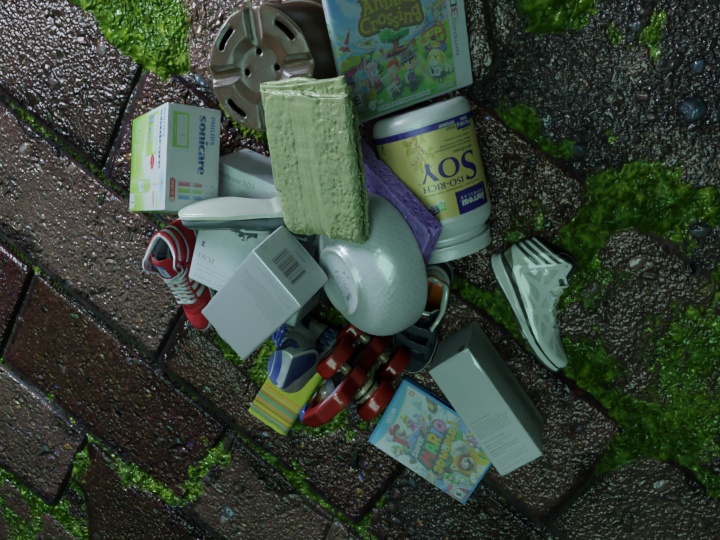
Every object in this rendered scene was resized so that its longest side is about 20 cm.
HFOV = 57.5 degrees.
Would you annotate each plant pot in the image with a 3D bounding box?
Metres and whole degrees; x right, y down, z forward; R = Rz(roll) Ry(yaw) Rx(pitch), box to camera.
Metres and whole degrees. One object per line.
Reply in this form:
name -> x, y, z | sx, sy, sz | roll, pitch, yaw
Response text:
plant pot -> -0.102, -0.284, 0.916 | 0.194, 0.198, 0.207 | 5, 108, 16

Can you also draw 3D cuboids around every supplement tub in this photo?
supplement tub -> 0.106, -0.127, 0.928 | 0.141, 0.145, 0.206 | -11, 103, 20

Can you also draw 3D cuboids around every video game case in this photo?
video game case -> 0.054, -0.313, 0.873 | 0.195, 0.022, 0.187 | -21, 118, -15
video game case -> 0.127, 0.291, 1.120 | 0.197, 0.018, 0.146 | 31, 114, 6

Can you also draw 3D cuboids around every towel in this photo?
towel -> -0.053, -0.134, 0.811 | 0.145, 0.036, 0.206 | 12, 121, 36
towel -> -0.123, 0.202, 1.174 | 0.085, 0.018, 0.203 | 32, 112, 0

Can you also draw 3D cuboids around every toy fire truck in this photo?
toy fire truck -> -0.024, 0.172, 1.020 | 0.112, 0.201, 0.168 | 42, 125, -3

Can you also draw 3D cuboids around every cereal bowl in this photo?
cereal bowl -> 0.000, 0.000, 0.902 | 0.199, 0.082, 0.205 | 36, 137, 42

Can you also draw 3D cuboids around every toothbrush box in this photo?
toothbrush box -> -0.286, -0.162, 1.000 | 0.198, 0.084, 0.151 | 8, 95, 56

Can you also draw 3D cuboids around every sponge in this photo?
sponge -> 0.032, -0.083, 0.906 | 0.201, 0.029, 0.113 | 51, 148, 27

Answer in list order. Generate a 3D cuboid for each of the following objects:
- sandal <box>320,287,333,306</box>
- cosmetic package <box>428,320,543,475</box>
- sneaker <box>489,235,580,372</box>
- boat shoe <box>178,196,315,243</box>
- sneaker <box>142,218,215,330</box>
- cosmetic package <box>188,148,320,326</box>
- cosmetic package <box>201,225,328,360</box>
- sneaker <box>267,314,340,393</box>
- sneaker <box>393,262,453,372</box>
sandal -> -0.015, -0.028, 1.034 | 0.042, 0.076, 0.205 | 25, 112, 9
cosmetic package -> 0.198, 0.195, 1.018 | 0.080, 0.113, 0.202 | -35, 93, 23
sneaker -> 0.282, 0.045, 0.963 | 0.113, 0.076, 0.204 | -27, 95, 25
boat shoe -> -0.153, -0.064, 0.916 | 0.193, 0.073, 0.064 | -3, 118, -9
sneaker -> -0.308, 0.020, 1.121 | 0.069, 0.113, 0.206 | -4, 106, 18
cosmetic package -> -0.145, -0.056, 1.042 | 0.194, 0.123, 0.205 | 22, 111, 9
cosmetic package -> -0.140, 0.037, 0.932 | 0.102, 0.074, 0.199 | 49, 138, -3
sneaker -> -0.111, 0.118, 1.052 | 0.113, 0.198, 0.082 | 29, 108, 16
sneaker -> 0.091, 0.080, 1.035 | 0.076, 0.080, 0.206 | 16, 112, 11
